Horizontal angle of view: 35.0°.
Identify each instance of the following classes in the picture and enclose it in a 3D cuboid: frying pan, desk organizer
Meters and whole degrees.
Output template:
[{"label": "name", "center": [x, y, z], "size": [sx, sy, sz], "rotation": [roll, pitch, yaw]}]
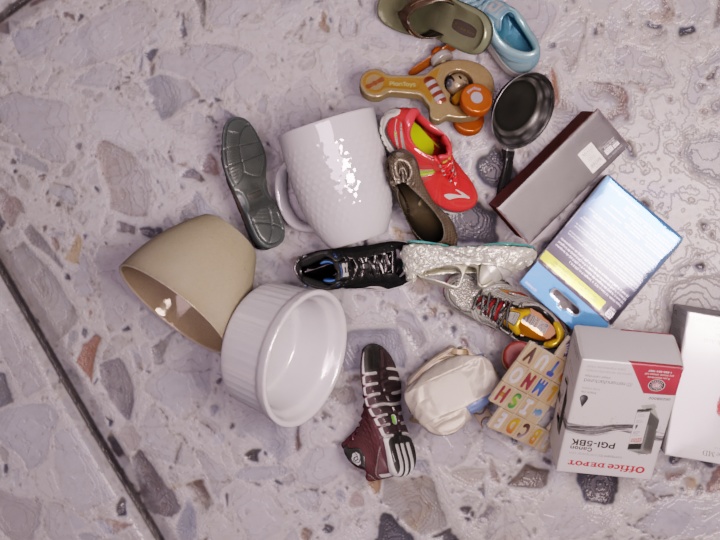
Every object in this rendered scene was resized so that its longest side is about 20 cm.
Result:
[{"label": "frying pan", "center": [0.234, -0.201, 1.663], "size": [0.114, 0.031, 0.192], "rotation": [-23, 129, -22]}, {"label": "desk organizer", "center": [0.281, -0.137, 1.640], "size": [0.200, 0.077, 0.072], "rotation": [-44, 100, 2]}]

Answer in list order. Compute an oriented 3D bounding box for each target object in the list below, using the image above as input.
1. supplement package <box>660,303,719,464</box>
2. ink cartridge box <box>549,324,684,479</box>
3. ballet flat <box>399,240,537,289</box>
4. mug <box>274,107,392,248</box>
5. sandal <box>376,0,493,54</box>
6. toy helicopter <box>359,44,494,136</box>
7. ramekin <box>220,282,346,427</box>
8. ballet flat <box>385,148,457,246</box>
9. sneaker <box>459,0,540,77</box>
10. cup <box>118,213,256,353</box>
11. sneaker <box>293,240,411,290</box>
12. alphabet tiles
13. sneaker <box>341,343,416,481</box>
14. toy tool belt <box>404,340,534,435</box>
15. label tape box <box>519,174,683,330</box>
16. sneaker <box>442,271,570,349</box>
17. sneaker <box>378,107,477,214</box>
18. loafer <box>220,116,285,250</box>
[{"label": "supplement package", "center": [0.494, 0.160, 1.610], "size": [0.119, 0.120, 0.204], "rotation": [8, 94, 6]}, {"label": "ink cartridge box", "center": [0.355, 0.187, 1.598], "size": [0.144, 0.083, 0.203], "rotation": [5, 121, -1]}, {"label": "ballet flat", "center": [0.154, -0.004, 1.643], "size": [0.196, 0.072, 0.073], "rotation": [2, 93, 5]}, {"label": "mug", "center": [-0.046, -0.124, 1.664], "size": [0.198, 0.147, 0.178], "rotation": [-13, 95, 37]}, {"label": "sandal", "center": [0.100, -0.363, 1.628], "size": [0.199, 0.057, 0.081], "rotation": [26, 119, 35]}, {"label": "toy helicopter", "center": [0.096, -0.275, 1.656], "size": [0.196, 0.079, 0.135], "rotation": [2, 71, -4]}, {"label": "ramekin", "center": [-0.113, 0.115, 1.648], "size": [0.097, 0.199, 0.204], "rotation": [16, 95, 30]}, {"label": "ballet flat", "center": [0.085, -0.086, 1.637], "size": [0.066, 0.047, 0.201], "rotation": [-8, 132, 24]}, {"label": "sneaker", "center": [0.188, -0.369, 1.630], "size": [0.200, 0.082, 0.074], "rotation": [45, 74, 3]}, {"label": "cup", "center": [-0.234, 0.003, 1.675], "size": [0.199, 0.201, 0.144], "rotation": [35, 71, 4]}, {"label": "sneaker", "center": [0.000, 0.000, 1.669], "size": [0.196, 0.112, 0.074], "rotation": [-6, 93, 8]}, {"label": "alphabet tiles", "center": [0.262, 0.170, 1.621], "size": [0.168, 0.199, 0.008], "rotation": [-55, 47, 6]}, {"label": "sneaker", "center": [0.007, 0.219, 1.703], "size": [0.115, 0.075, 0.203], "rotation": [-28, 66, 39]}, {"label": "toy tool belt", "center": [0.159, 0.168, 1.670], "size": [0.198, 0.123, 0.126], "rotation": [-27, 78, -4]}, {"label": "label tape box", "center": [0.344, -0.016, 1.648], "size": [0.143, 0.066, 0.201], "rotation": [40, 99, 3]}, {"label": "sneaker", "center": [0.214, 0.055, 1.659], "size": [0.197, 0.082, 0.079], "rotation": [21, 96, 7]}, {"label": "sneaker", "center": [0.107, -0.153, 1.629], "size": [0.200, 0.084, 0.078], "rotation": [44, 66, -27]}, {"label": "loafer", "center": [-0.172, -0.126, 1.711], "size": [0.071, 0.063, 0.203], "rotation": [-16, 88, -29]}]
